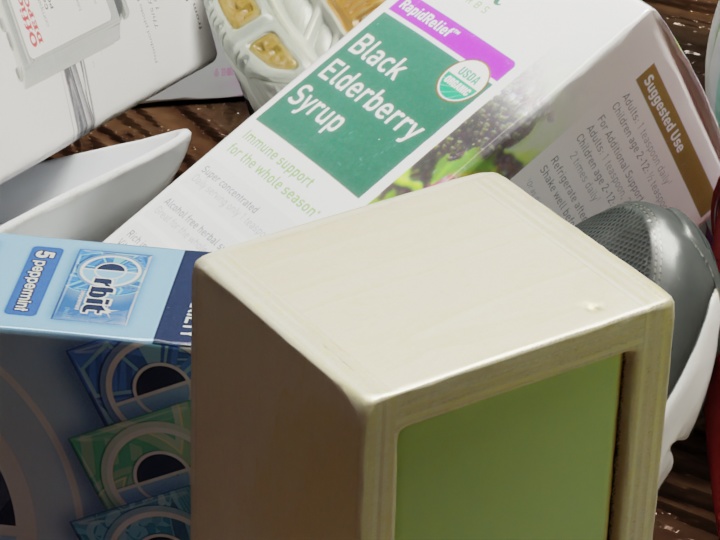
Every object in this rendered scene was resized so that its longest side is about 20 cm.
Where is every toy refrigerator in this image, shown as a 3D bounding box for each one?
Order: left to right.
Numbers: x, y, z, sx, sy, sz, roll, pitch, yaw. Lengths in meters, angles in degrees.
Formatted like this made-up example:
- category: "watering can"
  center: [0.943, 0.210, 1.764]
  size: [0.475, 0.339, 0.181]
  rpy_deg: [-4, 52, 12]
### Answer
- category: "toy refrigerator"
  center: [0.013, 0.089, 0.610]
  size: [0.076, 0.201, 0.070]
  rpy_deg: [-16, 35, -30]

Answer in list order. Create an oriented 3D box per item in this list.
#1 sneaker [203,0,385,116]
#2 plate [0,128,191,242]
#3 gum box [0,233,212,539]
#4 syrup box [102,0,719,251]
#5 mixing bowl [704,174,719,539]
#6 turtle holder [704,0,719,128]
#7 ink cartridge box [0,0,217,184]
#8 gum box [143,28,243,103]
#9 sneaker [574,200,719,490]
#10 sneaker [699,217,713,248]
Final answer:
- category: "sneaker"
  center: [0.014, -0.024, 0.936]
  size: [0.075, 0.088, 0.201]
  rpy_deg: [-22, 56, -1]
- category: "plate"
  center: [-0.170, 0.019, 0.819]
  size: [0.199, 0.032, 0.200]
  rpy_deg: [-11, 13, 34]
- category: "gum box"
  center: [-0.112, 0.071, 0.664]
  size: [0.199, 0.171, 0.045]
  rpy_deg: [5, 30, 5]
- category: "syrup box"
  center: [0.000, 0.000, 0.800]
  size: [0.200, 0.082, 0.079]
  rpy_deg: [-41, 43, -9]
- category: "mixing bowl"
  center: [0.164, 0.058, 0.719]
  size: [0.199, 0.200, 0.109]
  rpy_deg: [15, 67, 22]
- category: "turtle holder"
  center: [0.196, -0.050, 0.928]
  size: [0.185, 0.132, 0.141]
  rpy_deg: [36, 27, 1]
- category: "ink cartridge box"
  center: [-0.152, -0.065, 0.898]
  size: [0.146, 0.083, 0.200]
  rpy_deg: [-14, 11, 22]
- category: "gum box"
  center: [-0.115, -0.123, 1.056]
  size: [0.199, 0.114, 0.066]
  rpy_deg: [-5, 31, -11]
- category: "sneaker"
  center: [0.001, 0.047, 0.711]
  size: [0.200, 0.085, 0.075]
  rpy_deg: [-40, 36, 3]
- category: "sneaker"
  center: [0.183, 0.027, 0.857]
  size: [0.200, 0.114, 0.073]
  rpy_deg: [35, 51, -6]
